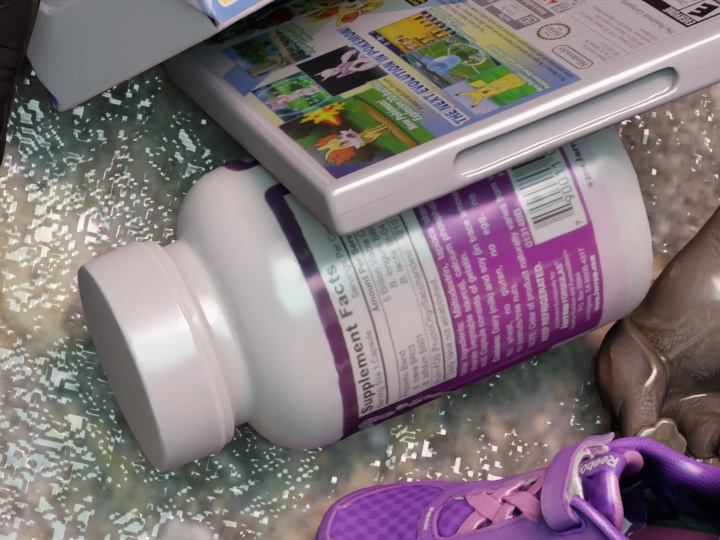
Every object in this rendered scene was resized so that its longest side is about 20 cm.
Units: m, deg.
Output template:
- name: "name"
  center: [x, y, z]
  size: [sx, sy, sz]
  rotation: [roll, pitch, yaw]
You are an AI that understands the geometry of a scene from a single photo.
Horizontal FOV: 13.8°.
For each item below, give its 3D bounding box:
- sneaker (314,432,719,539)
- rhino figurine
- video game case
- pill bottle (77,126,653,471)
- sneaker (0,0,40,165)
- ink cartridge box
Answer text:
- name: "sneaker"
  center: [0.075, 0.096, 1.086]
  size: [0.199, 0.089, 0.081]
  rotation: [5, 48, 21]
- name: "rhino figurine"
  center: [0.163, -0.007, 1.140]
  size: [0.060, 0.087, 0.200]
  rotation: [39, 91, -23]
- name: "video game case"
  center: [0.037, -0.084, 1.111]
  size: [0.181, 0.200, 0.022]
  rotation: [-22, 117, -13]
- name: "pill bottle"
  center: [0.000, 0.000, 1.117]
  size: [0.199, 0.112, 0.113]
  rotation: [-22, 81, -13]
- name: "sneaker"
  center: [-0.157, -0.043, 1.077]
  size: [0.060, 0.200, 0.105]
  rotation: [12, 50, -1]
- name: "ink cartridge box"
  center: [-0.029, -0.146, 1.113]
  size: [0.199, 0.136, 0.077]
  rotation: [-31, 97, -33]
